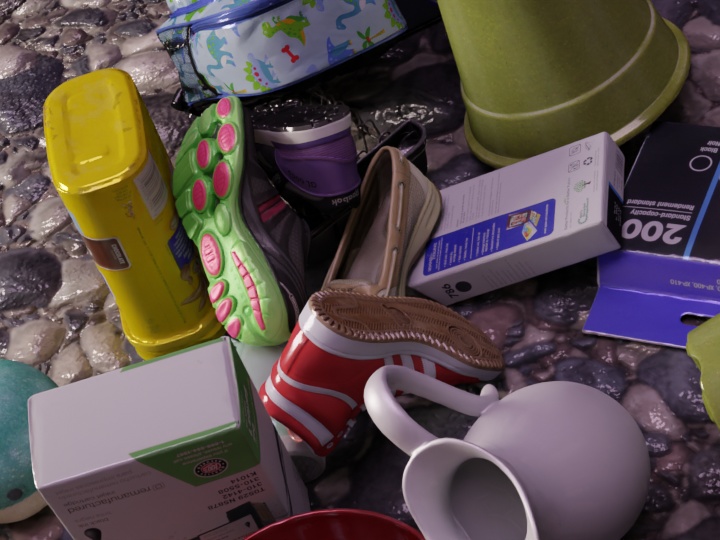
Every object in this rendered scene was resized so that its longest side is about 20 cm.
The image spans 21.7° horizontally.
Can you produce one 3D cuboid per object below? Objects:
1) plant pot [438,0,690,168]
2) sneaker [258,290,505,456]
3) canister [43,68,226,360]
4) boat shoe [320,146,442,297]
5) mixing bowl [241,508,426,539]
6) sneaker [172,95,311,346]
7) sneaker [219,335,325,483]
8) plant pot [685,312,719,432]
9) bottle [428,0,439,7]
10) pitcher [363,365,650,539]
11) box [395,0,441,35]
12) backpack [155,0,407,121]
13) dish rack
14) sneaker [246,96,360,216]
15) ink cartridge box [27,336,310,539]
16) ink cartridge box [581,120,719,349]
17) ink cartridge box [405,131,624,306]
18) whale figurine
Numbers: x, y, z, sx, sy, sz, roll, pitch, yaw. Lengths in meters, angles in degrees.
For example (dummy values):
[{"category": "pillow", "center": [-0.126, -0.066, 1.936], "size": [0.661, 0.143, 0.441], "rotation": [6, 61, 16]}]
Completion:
[{"category": "plant pot", "center": [0.140, -0.215, 1.517], "size": [0.200, 0.190, 0.200], "rotation": [-20, 37, 16]}, {"category": "sneaker", "center": [0.011, 0.080, 1.379], "size": [0.113, 0.200, 0.071], "rotation": [-56, 47, 22]}, {"category": "canister", "center": [-0.179, -0.044, 1.503], "size": [0.086, 0.200, 0.149], "rotation": [-18, 45, 2]}, {"category": "boat shoe", "center": [0.002, -0.001, 1.457], "size": [0.073, 0.063, 0.201], "rotation": [2, 58, 42]}, {"category": "mixing bowl", "center": [-0.016, 0.268, 1.219], "size": [0.200, 0.108, 0.200], "rotation": [-11, 45, 11]}, {"category": "sneaker", "center": [-0.087, -0.036, 1.448], "size": [0.077, 0.084, 0.200], "rotation": [-21, 75, 33]}, {"category": "sneaker", "center": [-0.129, 0.113, 1.426], "size": [0.200, 0.074, 0.118], "rotation": [-7, 53, 1]}, {"category": "plant pot", "center": [0.326, 0.061, 1.251], "size": [0.190, 0.200, 0.200], "rotation": [-25, 44, 15]}, {"category": "bottle", "center": [0.079, -0.269, 1.617], "size": [0.065, 0.200, 0.084], "rotation": [28, 88, 35]}, {"category": "pitcher", "center": [0.097, 0.121, 1.238], "size": [0.121, 0.200, 0.172], "rotation": [-44, 74, 28]}, {"category": "box", "center": [0.014, -0.354, 1.720], "size": [0.124, 0.200, 0.197], "rotation": [-26, 45, -5]}, {"category": "backpack", "center": [-0.072, -0.224, 1.607], "size": [0.183, 0.147, 0.200], "rotation": [-30, 17, -22]}, {"category": "dish rack", "center": [-0.050, -0.094, 1.605], "size": [0.153, 0.055, 0.200], "rotation": [-39, 47, -18]}, {"category": "sneaker", "center": [-0.059, -0.086, 1.515], "size": [0.076, 0.088, 0.200], "rotation": [-20, 15, -17]}, {"category": "ink cartridge box", "center": [-0.124, 0.151, 1.304], "size": [0.146, 0.200, 0.084], "rotation": [-18, 48, 5]}, {"category": "ink cartridge box", "center": [0.286, -0.025, 1.426], "size": [0.198, 0.043, 0.200], "rotation": [8, 53, 26]}, {"category": "ink cartridge box", "center": [0.111, -0.035, 1.479], "size": [0.200, 0.039, 0.100], "rotation": [-17, 44, 28]}, {"category": "whale figurine", "center": [-0.320, 0.139, 1.453], "size": [0.200, 0.104, 0.159], "rotation": [-19, 46, 3]}]
